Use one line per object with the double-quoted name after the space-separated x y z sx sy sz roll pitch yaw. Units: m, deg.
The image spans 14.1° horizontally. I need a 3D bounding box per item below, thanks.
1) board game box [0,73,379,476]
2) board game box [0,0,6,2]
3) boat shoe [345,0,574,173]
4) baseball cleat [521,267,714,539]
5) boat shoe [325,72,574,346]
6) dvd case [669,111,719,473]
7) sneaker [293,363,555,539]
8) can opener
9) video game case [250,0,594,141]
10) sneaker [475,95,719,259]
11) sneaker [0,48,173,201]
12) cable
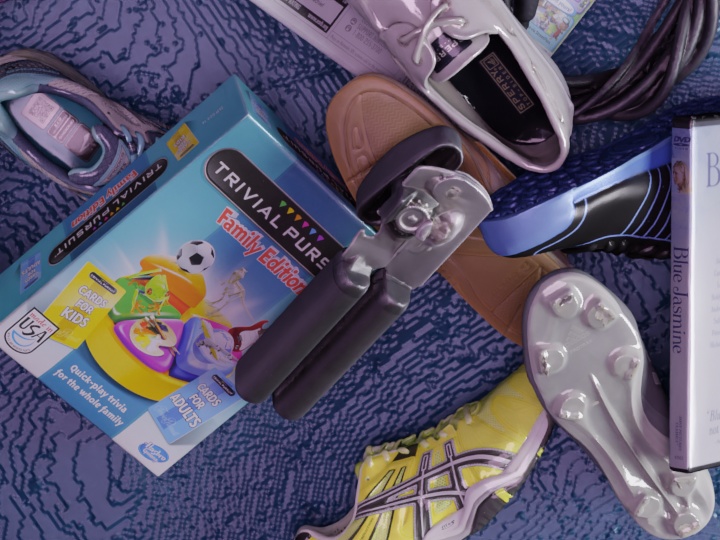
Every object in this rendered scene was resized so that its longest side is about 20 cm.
-0.095 0.006 1.661 0.200 0.047 0.151 -39 125 13 "board game box"
-0.195 -0.262 1.664 0.120 0.032 0.201 -14 98 29 "board game box"
0.047 -0.129 1.592 0.072 0.066 0.200 -33 117 14 "boat shoe"
0.137 0.067 1.666 0.069 0.107 0.200 -26 120 3 "baseball cleat"
0.053 -0.040 1.671 0.074 0.069 0.200 -36 110 16 "boat shoe"
0.227 0.007 1.661 0.017 0.142 0.201 7 101 45 "dvd case"
0.041 0.122 1.703 0.076 0.075 0.200 41 96 -4 "sneaker"
0.000 0.000 1.628 0.053 0.067 0.200 25 128 -26 "can opener"
0.050 -0.184 1.638 0.200 0.022 0.182 33 99 -35 "video game case"
0.154 -0.034 1.644 0.199 0.070 0.078 -24 106 -30 "sneaker"
-0.135 -0.056 1.676 0.199 0.086 0.078 26 97 -5 "sneaker"
0.138 -0.172 1.642 0.163 0.051 0.200 26 104 -33 "cable"
